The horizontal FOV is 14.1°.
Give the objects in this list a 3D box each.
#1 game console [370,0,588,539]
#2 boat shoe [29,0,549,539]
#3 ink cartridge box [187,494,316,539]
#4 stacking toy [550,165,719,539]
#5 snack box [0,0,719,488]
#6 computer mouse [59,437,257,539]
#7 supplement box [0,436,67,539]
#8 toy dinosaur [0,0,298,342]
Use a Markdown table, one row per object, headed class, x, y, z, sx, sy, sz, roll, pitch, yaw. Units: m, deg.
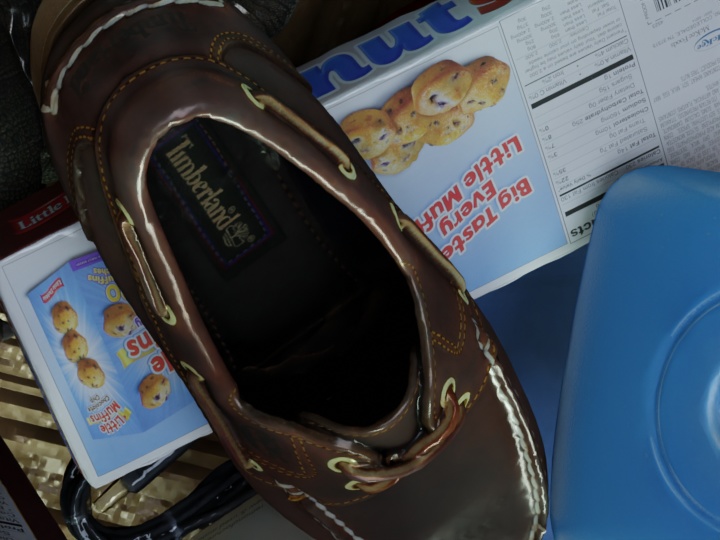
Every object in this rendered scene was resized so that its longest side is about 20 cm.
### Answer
| class | x | y | z | sx | sy | sz | roll | pitch | yaw |
| --- | --- | --- | --- | --- | --- | --- | --- | --- | --- |
| game console | 0.074 | 0.019 | 0.816 | 0.176 | 0.031 | 0.201 | -3 | 108 | -19 |
| boat shoe | -0.009 | 0.017 | 0.667 | 0.070 | 0.070 | 0.200 | -39 | 129 | 0 |
| ink cartridge box | -0.003 | 0.148 | 0.709 | 0.067 | 0.200 | 0.117 | -32 | 112 | 16 |
| stacking toy | 0.136 | 0.039 | 0.766 | 0.200 | 0.116 | 0.110 | 7 | 91 | -66 |
| snack box | 0.009 | -0.022 | 0.711 | 0.199 | 0.024 | 0.072 | -26 | 125 | -8 |
| computer mouse | 0.000 | 0.000 | 0.747 | 0.200 | 0.034 | 0.059 | -48 | 118 | -1 |
| supplement box | -0.154 | 0.142 | 0.675 | 0.132 | 0.200 | 0.198 | 13 | 102 | -23 |
| toy dinosaur | -0.081 | -0.044 | 0.727 | 0.199 | 0.077 | 0.103 | -25 | 101 | -7 |
